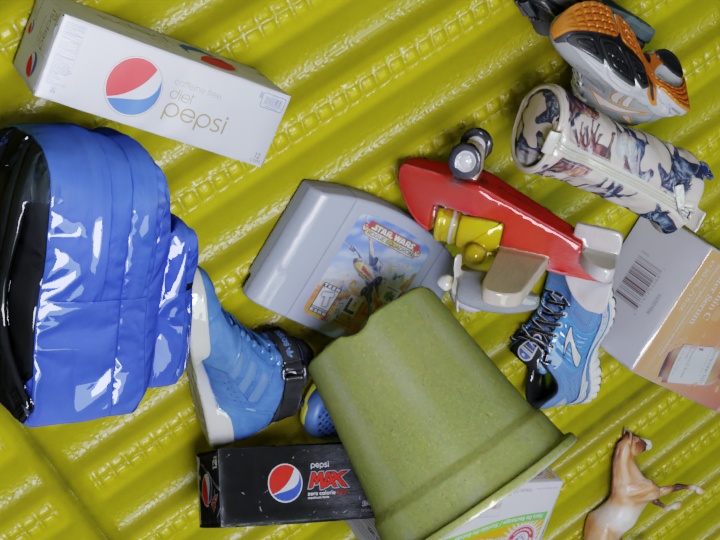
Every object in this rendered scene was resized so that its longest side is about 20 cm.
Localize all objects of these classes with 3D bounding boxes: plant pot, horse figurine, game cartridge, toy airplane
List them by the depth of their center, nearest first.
[{"bbox_3d":[0.055,0.123,1.080,0.199,0.186,0.200,-32,171,-6],"label":"plant pot"},{"bbox_3d":[0.137,-0.017,1.121,0.198,0.200,0.142,12,120,-39],"label":"toy airplane"},{"bbox_3d":[0.000,0.000,1.151,0.199,0.042,0.134,25,105,-39],"label":"game cartridge"},{"bbox_3d":[0.321,0.297,1.502,0.131,0.050,0.202,22,109,-25],"label":"horse figurine"}]

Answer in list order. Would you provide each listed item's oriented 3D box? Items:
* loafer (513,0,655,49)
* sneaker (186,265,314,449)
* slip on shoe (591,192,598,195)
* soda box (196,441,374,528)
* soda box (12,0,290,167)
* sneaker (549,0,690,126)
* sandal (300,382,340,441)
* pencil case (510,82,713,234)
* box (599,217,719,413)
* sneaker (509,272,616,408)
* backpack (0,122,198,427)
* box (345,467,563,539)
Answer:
[{"bbox_3d":[0.188,-0.226,1.120,0.198,0.072,0.063,16,113,-39],"label":"loafer"},{"bbox_3d":[-0.100,0.063,1.094,0.110,0.077,0.202,-19,129,-15],"label":"sneaker"},{"bbox_3d":[0.233,-0.104,1.216,0.198,0.074,0.062,12,113,-41],"label":"slip on shoe"},{"bbox_3d":[-0.047,0.194,1.141,0.197,0.063,0.072,2,78,-27],"label":"soda box"},{"bbox_3d":[-0.156,-0.144,0.951,0.198,0.068,0.064,16,107,-36],"label":"soda box"},{"bbox_3d":[0.214,-0.168,1.113,0.091,0.077,0.199,-24,151,35],"label":"sneaker"},{"bbox_3d":[0.036,0.134,1.216,0.197,0.087,0.081,-5,121,-27],"label":"sandal"},{"bbox_3d":[0.221,-0.097,1.107,0.198,0.089,0.079,19,103,-31],"label":"pencil case"},{"bbox_3d":[0.358,0.048,1.353,0.198,0.106,0.154,23,102,-38],"label":"box"},{"bbox_3d":[0.205,0.065,1.286,0.088,0.078,0.203,-18,124,-25],"label":"sneaker"},{"bbox_3d":[-0.211,-0.010,0.939,0.166,0.161,0.204,-6,107,-39],"label":"backpack"},{"bbox_3d":[0.093,0.232,1.288,0.197,0.112,0.103,5,114,-35],"label":"box"}]
